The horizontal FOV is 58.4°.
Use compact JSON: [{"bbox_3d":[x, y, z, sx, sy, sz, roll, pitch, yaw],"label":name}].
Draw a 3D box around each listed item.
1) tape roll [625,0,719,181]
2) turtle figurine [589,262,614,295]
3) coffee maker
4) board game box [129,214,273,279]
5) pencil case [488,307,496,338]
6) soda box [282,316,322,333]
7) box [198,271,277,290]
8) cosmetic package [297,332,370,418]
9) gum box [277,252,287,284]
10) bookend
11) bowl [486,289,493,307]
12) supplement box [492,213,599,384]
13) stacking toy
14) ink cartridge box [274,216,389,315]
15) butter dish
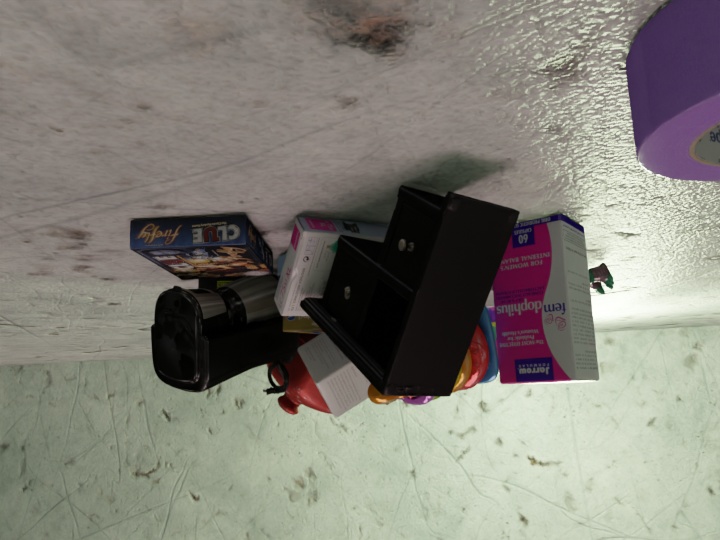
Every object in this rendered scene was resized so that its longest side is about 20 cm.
[{"bbox_3d":[0.263,-0.115,0.376,0.195,0.067,0.200,-4,169,-1],"label":"tape roll"},{"bbox_3d":[0.347,0.045,1.168,0.196,0.103,0.150,-19,-176,1],"label":"turtle figurine"},{"bbox_3d":[-0.186,0.106,0.933,0.133,0.196,0.199,-22,176,36],"label":"coffee maker"},{"bbox_3d":[-0.190,-0.025,0.814,0.132,0.035,0.200,-3,170,1],"label":"board game box"},{"bbox_3d":[0.199,0.089,1.160,0.197,0.090,0.088,25,-178,25],"label":"pencil case"},{"bbox_3d":[-0.039,0.061,0.980,0.063,0.069,0.199,-7,170,26],"label":"soda box"},{"bbox_3d":[-0.171,0.040,1.139,0.189,0.049,0.200,-4,169,-2],"label":"box"},{"bbox_3d":[0.021,0.109,0.916,0.198,0.072,0.102,-30,138,-9],"label":"cosmetic package"},{"bbox_3d":[0.001,-0.010,0.923,0.196,0.046,0.169,2,169,-28],"label":"gum box"},{"bbox_3d":[0.040,-0.006,0.683,0.091,0.204,0.198,8,-161,-34],"label":"bookend"},{"bbox_3d":[0.186,0.016,1.029,0.196,0.076,0.200,-7,168,20],"label":"bowl"},{"bbox_3d":[0.236,0.042,0.830,0.100,0.205,0.103,-10,168,35],"label":"supplement box"},{"bbox_3d":[0.074,0.115,0.765,0.114,0.112,0.199,-4,-169,38],"label":"stacking toy"},{"bbox_3d":[0.000,0.000,0.803,0.196,0.121,0.042,4,-148,-27],"label":"ink cartridge box"},{"bbox_3d":[-0.090,0.183,1.126,0.199,0.149,0.199,39,177,-42],"label":"butter dish"}]
